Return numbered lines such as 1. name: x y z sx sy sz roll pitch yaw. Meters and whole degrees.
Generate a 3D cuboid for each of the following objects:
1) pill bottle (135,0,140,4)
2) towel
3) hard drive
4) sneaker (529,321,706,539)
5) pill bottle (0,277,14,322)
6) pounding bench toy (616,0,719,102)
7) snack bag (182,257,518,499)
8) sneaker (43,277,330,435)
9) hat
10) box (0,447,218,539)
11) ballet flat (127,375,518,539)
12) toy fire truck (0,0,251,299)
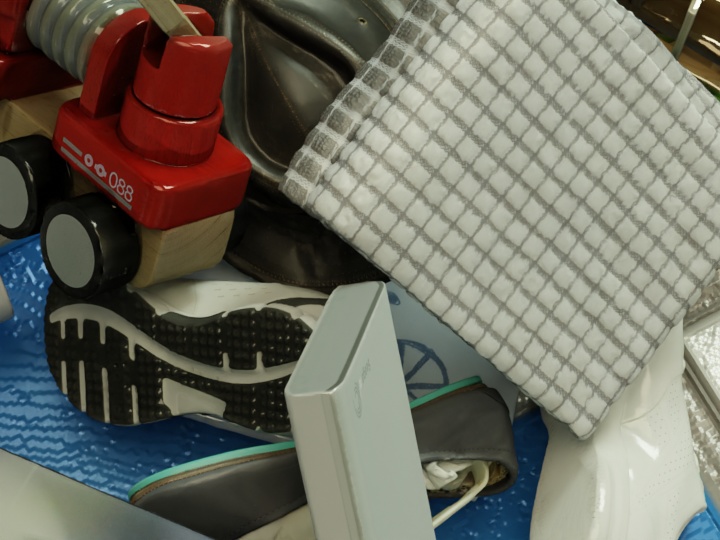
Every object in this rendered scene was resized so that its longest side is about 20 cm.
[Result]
1. pill bottle: -0.192 -0.184 1.241 0.199 0.113 0.114 22 69 7
2. towel: 0.080 -0.044 1.111 0.200 0.086 0.166 39 88 -32
3. hard drive: 0.009 0.121 1.017 0.026 0.132 0.201 -7 108 12
4. sneaker: 0.139 0.083 1.182 0.088 0.075 0.201 31 53 -23
5. pill bottle: -0.276 0.024 1.158 0.199 0.112 0.113 -24 71 -11
6. pounding bench toy: 0.160 -0.125 1.217 0.156 0.124 0.200 33 65 10
7. snack bag: 0.000 0.000 1.219 0.188 0.021 0.201 14 69 3
8. sneaker: -0.069 0.038 1.138 0.199 0.080 0.074 10 104 37
9. hat: -0.032 -0.089 1.154 0.200 0.081 0.202 -1 87 21
10. box: -0.135 0.197 1.005 0.198 0.123 0.201 20 73 16
11. ballet flat: -0.009 0.104 1.104 0.199 0.073 0.073 -15 69 -29
12. toy fire truck: -0.129 -0.109 1.088 0.128 0.201 0.176 -18 47 -44
